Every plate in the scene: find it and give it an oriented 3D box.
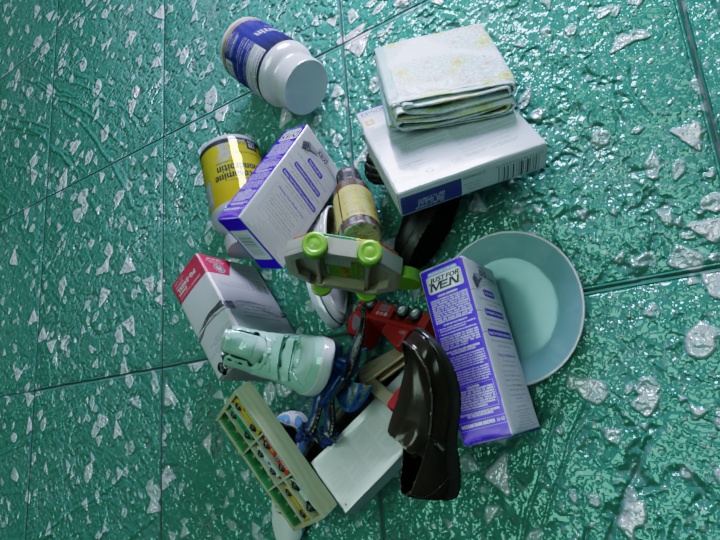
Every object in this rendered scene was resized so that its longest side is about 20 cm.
[{"bbox_3d":[0.192,0.050,0.713,0.197,0.025,0.205,-6,78,33],"label":"plate"}]

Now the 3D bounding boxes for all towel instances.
[{"bbox_3d":[0.108,-0.266,0.746,0.168,0.049,0.202,-10,47,2],"label":"towel"}]

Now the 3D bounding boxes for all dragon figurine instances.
[{"bbox_3d":[-0.024,0.143,0.696,0.201,0.058,0.100,-54,33,29],"label":"dragon figurine"}]

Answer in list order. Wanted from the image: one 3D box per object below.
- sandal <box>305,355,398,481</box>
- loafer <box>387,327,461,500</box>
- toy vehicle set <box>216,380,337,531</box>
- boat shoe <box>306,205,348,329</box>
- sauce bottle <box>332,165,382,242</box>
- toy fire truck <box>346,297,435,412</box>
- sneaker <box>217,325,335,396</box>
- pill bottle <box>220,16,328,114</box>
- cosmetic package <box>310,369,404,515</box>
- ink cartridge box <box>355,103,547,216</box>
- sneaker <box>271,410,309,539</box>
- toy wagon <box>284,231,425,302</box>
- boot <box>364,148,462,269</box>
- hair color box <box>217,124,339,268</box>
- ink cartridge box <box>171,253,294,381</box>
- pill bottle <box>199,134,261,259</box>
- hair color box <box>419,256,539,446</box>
[{"bbox_3d":[-0.007,0.219,0.796,0.079,0.057,0.203,34,83,-3],"label":"sandal"},{"bbox_3d":[0.065,0.163,0.585,0.073,0.070,0.204,-156,57,-69],"label":"loafer"},{"bbox_3d":[-0.123,0.262,0.759,0.201,0.026,0.125,51,141,10],"label":"toy vehicle set"},{"bbox_3d":[-0.037,-0.014,0.855,0.085,0.074,0.205,-26,58,24],"label":"boat shoe"},{"bbox_3d":[-0.009,-0.096,0.807,0.064,0.064,0.202,-39,31,21],"label":"sauce bottle"},{"bbox_3d":[0.042,0.117,0.732,0.198,0.049,0.142,10,59,47],"label":"toy fire truck"},{"bbox_3d":[-0.116,0.111,0.696,0.199,0.117,0.075,-17,57,57],"label":"sneaker"},{"bbox_3d":[-0.153,-0.361,0.967,0.199,0.115,0.117,40,103,31],"label":"pill bottle"},{"bbox_3d":[0.035,0.222,0.730,0.200,0.051,0.083,-43,57,-6],"label":"cosmetic package"},{"bbox_3d":[0.110,-0.173,0.719,0.193,0.044,0.202,-19,45,-2],"label":"ink cartridge box"},{"bbox_3d":[-0.117,0.322,0.840,0.071,0.072,0.205,-4,80,31],"label":"sneaker"},{"bbox_3d":[0.000,0.000,0.723,0.196,0.156,0.040,8,69,2],"label":"toy wagon"},{"bbox_3d":[0.063,-0.115,0.791,0.156,0.079,0.214,21,79,29],"label":"boot"},{"bbox_3d":[-0.119,-0.115,0.847,0.064,0.110,0.202,3,51,44],"label":"hair color box"},{"bbox_3d":[-0.199,0.081,0.895,0.083,0.144,0.201,-46,60,16],"label":"ink cartridge box"},{"bbox_3d":[-0.215,-0.129,0.966,0.111,0.111,0.203,-27,67,26],"label":"pill bottle"},{"bbox_3d":[0.141,0.095,0.648,0.064,0.109,0.204,-21,70,28],"label":"hair color box"}]
